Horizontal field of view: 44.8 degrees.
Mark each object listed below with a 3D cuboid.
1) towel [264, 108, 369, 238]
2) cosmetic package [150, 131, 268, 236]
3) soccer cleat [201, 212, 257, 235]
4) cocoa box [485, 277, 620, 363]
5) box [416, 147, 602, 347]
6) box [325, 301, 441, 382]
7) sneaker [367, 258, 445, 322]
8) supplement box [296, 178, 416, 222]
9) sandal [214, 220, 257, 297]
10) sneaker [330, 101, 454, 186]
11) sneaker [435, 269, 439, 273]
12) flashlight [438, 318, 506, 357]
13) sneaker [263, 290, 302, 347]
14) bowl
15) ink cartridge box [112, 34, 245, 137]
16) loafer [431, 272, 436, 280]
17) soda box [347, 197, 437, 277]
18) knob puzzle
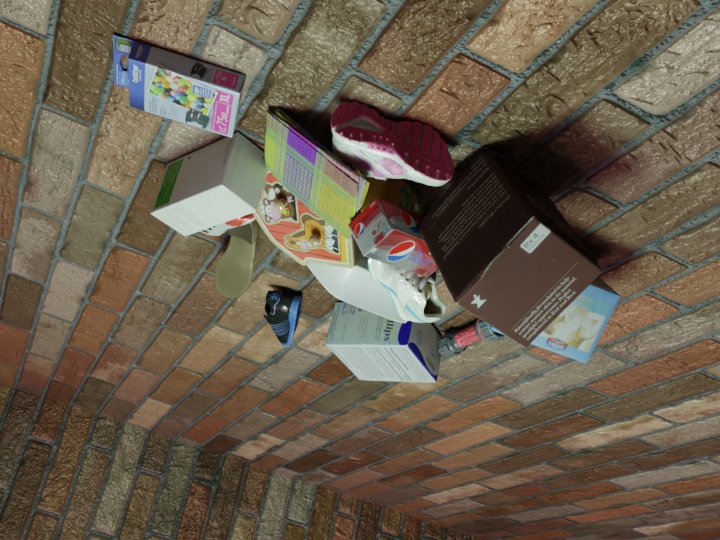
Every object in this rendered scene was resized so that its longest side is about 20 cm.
[{"bbox_3d":[-0.071,-0.147,1.341,0.199,0.023,0.145,39,148,18],"label":"towel"},{"bbox_3d":[-0.249,-0.140,1.453,0.198,0.110,0.084,-16,141,41],"label":"cosmetic package"},{"bbox_3d":[-0.251,-0.099,1.574,0.196,0.070,0.086,1,146,31],"label":"soccer cleat"},{"bbox_3d":[0.305,0.047,1.467,0.196,0.136,0.132,19,-165,-18],"label":"cocoa box"},{"bbox_3d":[0.212,-0.035,1.283,0.163,0.202,0.166,31,113,-32],"label":"box"},{"bbox_3d":[0.055,0.154,1.879,0.196,0.107,0.184,-1,150,27],"label":"box"},{"bbox_3d":[0.080,0.015,1.484,0.080,0.077,0.201,5,147,38],"label":"sneaker"},{"bbox_3d":[-0.008,-0.105,1.457,0.196,0.070,0.066,-8,149,32],"label":"supplement box"},{"bbox_3d":[-0.224,-0.041,1.683,0.076,0.070,0.214,25,131,7],"label":"sandal"},{"bbox_3d":[0.044,-0.176,1.295,0.197,0.083,0.088,24,154,-3],"label":"sneaker"},{"bbox_3d":[0.160,-0.021,1.531,0.200,0.078,0.086,44,-178,-22],"label":"sneaker"},{"bbox_3d":[0.229,0.134,1.805,0.067,0.069,0.199,22,151,-21],"label":"flashlight"},{"bbox_3d":[-0.176,0.102,1.933,0.076,0.071,0.201,17,147,1],"label":"sneaker"},{"bbox_3d":[0.000,0.000,1.605,0.197,0.076,0.201,18,159,33],"label":"bowl"},{"bbox_3d":[-0.274,-0.270,1.293,0.196,0.043,0.120,18,152,-6],"label":"ink cartridge box"},{"bbox_3d":[0.086,-0.026,1.566,0.062,0.073,0.201,8,155,23],"label":"loafer"},{"bbox_3d":[0.069,-0.049,1.373,0.070,0.064,0.199,-40,152,21],"label":"soda box"},{"bbox_3d":[-0.106,-0.095,1.446,0.215,0.030,0.224,14,123,22],"label":"knob puzzle"}]
